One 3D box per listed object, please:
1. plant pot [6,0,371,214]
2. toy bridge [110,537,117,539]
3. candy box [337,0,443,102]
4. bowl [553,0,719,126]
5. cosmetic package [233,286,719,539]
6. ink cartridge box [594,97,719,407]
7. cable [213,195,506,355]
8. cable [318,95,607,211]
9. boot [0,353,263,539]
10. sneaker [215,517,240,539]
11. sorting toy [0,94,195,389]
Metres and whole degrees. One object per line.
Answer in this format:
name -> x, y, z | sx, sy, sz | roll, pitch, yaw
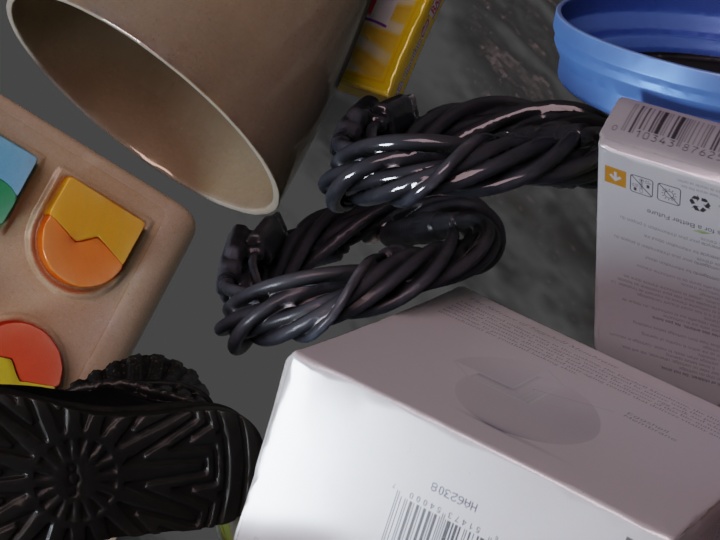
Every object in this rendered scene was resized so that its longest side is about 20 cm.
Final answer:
plant pot -> -0.066, -0.169, 1.099 | 0.186, 0.188, 0.201 | 29, 74, 22
toy bridge -> -0.185, 0.161, 1.098 | 0.199, 0.027, 0.068 | -34, 98, -11
candy box -> -0.047, -0.176, 1.193 | 0.198, 0.026, 0.103 | 20, 81, 21
bowl -> 0.199, -0.106, 1.022 | 0.199, 0.200, 0.040 | 14, 112, 19
cosmetic package -> 0.077, 0.114, 0.952 | 0.198, 0.200, 0.124 | 25, 110, 22
ink cartridge box -> 0.213, 0.020, 0.975 | 0.196, 0.201, 0.047 | 17, 54, 19
cable -> 0.000, 0.000, 1.047 | 0.161, 0.200, 0.051 | -9, 103, 2
cable -> 0.062, -0.059, 1.037 | 0.161, 0.200, 0.051 | 4, 102, 8
boot -> -0.161, 0.089, 1.006 | 0.209, 0.158, 0.080 | 6, 97, -21
sneaker -> -0.017, 0.183, 1.033 | 0.075, 0.076, 0.200 | -44, 69, -5
sorting toy -> -0.209, 0.003, 1.100 | 0.186, 0.199, 0.036 | -62, 24, -11
